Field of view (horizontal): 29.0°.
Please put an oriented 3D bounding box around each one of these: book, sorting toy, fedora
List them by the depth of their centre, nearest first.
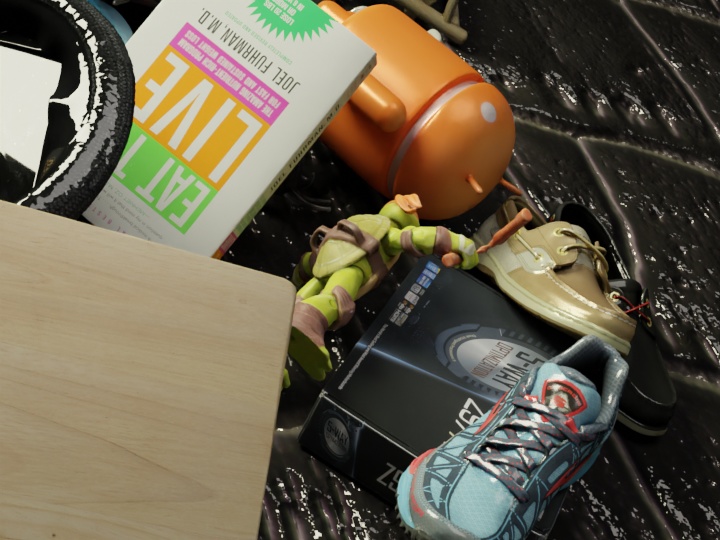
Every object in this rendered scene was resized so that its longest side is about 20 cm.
[{"bbox_3d":[-0.147,0.083,0.664,0.198,0.070,0.201,15,68,-17],"label":"sorting toy"},{"bbox_3d":[-0.222,-0.076,0.822,0.198,0.092,0.203,3,60,-5],"label":"fedora"},{"bbox_3d":[-0.101,-0.100,0.902,0.133,0.201,0.048,37,-6,8],"label":"book"}]

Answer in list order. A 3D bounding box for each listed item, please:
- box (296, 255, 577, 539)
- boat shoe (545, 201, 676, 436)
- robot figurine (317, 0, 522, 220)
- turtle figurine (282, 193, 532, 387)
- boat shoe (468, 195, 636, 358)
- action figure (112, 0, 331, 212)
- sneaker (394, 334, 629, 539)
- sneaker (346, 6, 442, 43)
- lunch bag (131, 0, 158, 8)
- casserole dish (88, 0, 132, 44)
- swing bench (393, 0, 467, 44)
[{"bbox_3d":[0.069,0.085,0.898,0.159,0.044,0.200,32,35,6],"label":"box"},{"bbox_3d":[0.180,0.032,1.029,0.073,0.063,0.203,10,40,-32],"label":"boat shoe"},{"bbox_3d":[0.034,-0.117,1.031,0.116,0.144,0.200,-39,67,-23],"label":"robot figurine"},{"bbox_3d":[0.000,0.000,0.869,0.161,0.199,0.065,-48,118,-35],"label":"turtle figurine"},{"bbox_3d":[0.135,-0.003,0.975,0.074,0.067,0.200,27,8,-31],"label":"boat shoe"},{"bbox_3d":[-0.099,-0.116,0.993,0.201,0.101,0.119,61,12,-10],"label":"action figure"},{"bbox_3d":[0.090,0.092,0.779,0.079,0.096,0.200,36,35,14],"label":"sneaker"},{"bbox_3d":[-0.026,-0.182,1.127,0.198,0.100,0.075,8,40,-25],"label":"sneaker"},{"bbox_3d":[-0.185,-0.280,1.050,0.168,0.199,0.129,8,78,-27],"label":"lunch bag"},{"bbox_3d":[-0.259,-0.167,1.000,0.198,0.039,0.121,-8,49,-40],"label":"casserole dish"},{"bbox_3d":[0.026,-0.347,1.353,0.198,0.131,0.200,14,37,-10],"label":"swing bench"}]
